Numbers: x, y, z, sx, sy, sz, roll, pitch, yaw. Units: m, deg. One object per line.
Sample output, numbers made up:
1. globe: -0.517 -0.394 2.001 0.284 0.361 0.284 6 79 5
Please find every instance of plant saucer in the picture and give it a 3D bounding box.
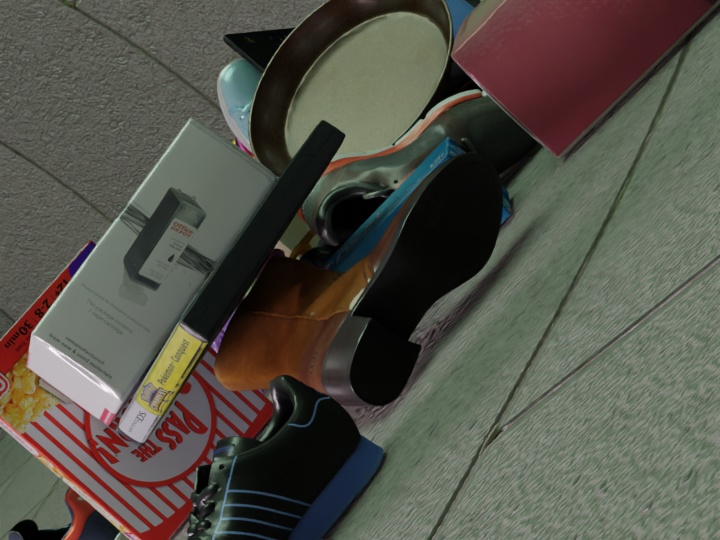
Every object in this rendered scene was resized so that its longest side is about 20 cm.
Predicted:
1. plant saucer: -0.002 -0.147 1.492 0.200 0.034 0.200 -21 50 27

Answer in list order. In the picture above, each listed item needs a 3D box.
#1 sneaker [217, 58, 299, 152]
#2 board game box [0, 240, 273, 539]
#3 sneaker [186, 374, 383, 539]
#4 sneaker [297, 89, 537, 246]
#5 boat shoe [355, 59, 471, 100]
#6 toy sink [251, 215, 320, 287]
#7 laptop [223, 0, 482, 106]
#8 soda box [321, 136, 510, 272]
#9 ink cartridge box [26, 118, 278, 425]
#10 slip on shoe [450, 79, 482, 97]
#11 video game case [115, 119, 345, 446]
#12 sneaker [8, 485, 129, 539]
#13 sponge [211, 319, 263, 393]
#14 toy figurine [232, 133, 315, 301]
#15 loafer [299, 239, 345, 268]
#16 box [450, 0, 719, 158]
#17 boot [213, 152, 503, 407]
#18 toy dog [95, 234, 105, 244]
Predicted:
1. sneaker: -0.049 -0.111 1.571 0.074 0.200 0.082 -39 -10 -13
2. board game box: -0.188 0.099 1.440 0.152 0.200 0.046 -51 9 -18
3. sneaker: -0.071 0.147 1.026 0.200 0.078 0.070 -52 9 -30
4. sneaker: 0.051 -0.066 1.381 0.200 0.077 0.082 -26 30 3
5. boat shoe: 0.097 -0.162 1.530 0.199 0.075 0.066 -15 39 -10
6. toy sink: -0.085 -0.040 1.885 0.200 0.112 0.130 -53 9 -31
7. laptop: 0.017 -0.199 1.618 0.200 0.177 0.103 -16 -39 -54
8. soda box: 0.017 0.001 1.319 0.200 0.064 0.068 -45 9 13
9. ink cartridge box: -0.155 0.003 1.360 0.200 0.085 0.146 -54 3 -16
10. slip on shoe: 0.071 -0.100 1.464 0.200 0.061 0.074 -42 43 29
11. video game case: -0.092 0.010 1.294 0.200 0.025 0.181 -58 2 -34
12. sneaker: -0.276 0.261 1.542 0.200 0.085 0.075 -47 8 5
13. sponge: -0.124 0.054 1.648 0.030 0.112 0.200 -19 5 -6
14. toy figurine: -0.068 -0.043 1.640 0.150 0.200 0.184 -27 34 55
15. loafer: 0.000 0.000 1.458 0.070 0.068 0.201 -7 4 6
16. box: 0.171 -0.195 1.289 0.200 0.109 0.128 -45 8 19
17. boot: -0.003 0.006 1.240 0.200 0.068 0.188 3 67 61
18. toy dog: -0.215 0.031 1.814 0.140 0.194 0.200 -48 -17 -28
